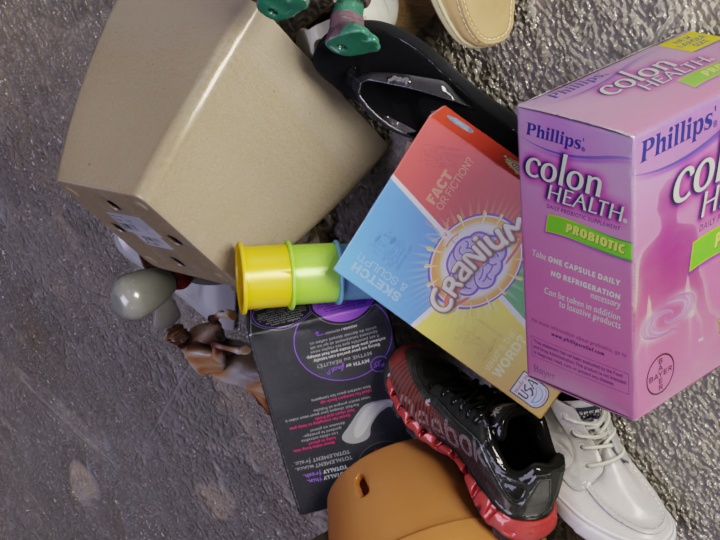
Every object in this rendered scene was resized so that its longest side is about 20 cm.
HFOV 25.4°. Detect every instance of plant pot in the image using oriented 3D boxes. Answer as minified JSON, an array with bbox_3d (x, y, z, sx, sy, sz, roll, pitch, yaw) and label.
[{"bbox_3d":[0.056,0.234,1.348,0.200,0.200,0.140,114,145,-47],"label":"plant pot"},{"bbox_3d":[-0.136,-0.100,1.357,0.200,0.177,0.200,13,156,47],"label":"plant pot"}]

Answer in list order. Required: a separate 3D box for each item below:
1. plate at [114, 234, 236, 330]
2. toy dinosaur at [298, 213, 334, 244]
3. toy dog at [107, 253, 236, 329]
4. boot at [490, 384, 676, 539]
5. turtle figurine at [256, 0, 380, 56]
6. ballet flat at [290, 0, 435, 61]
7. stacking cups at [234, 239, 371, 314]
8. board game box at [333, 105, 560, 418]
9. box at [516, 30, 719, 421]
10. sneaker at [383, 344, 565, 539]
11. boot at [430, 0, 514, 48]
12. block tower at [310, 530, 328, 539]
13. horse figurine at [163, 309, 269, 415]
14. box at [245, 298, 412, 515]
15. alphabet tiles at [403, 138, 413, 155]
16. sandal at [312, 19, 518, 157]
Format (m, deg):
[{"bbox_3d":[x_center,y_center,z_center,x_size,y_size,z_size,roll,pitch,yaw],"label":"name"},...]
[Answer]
[{"bbox_3d":[-0.201,-0.056,1.657,0.200,0.032,0.200,34,135,34],"label":"plate"},{"bbox_3d":[-0.035,-0.002,1.481,0.101,0.058,0.200,-4,100,67],"label":"toy dinosaur"},{"bbox_3d":[-0.171,-0.010,1.519,0.096,0.200,0.132,-1,87,42],"label":"toy dog"},{"bbox_3d":[0.177,0.139,1.272,0.200,0.074,0.096,40,142,29],"label":"boot"},{"bbox_3d":[-0.010,-0.270,1.214,0.150,0.200,0.101,17,160,-8],"label":"turtle figurine"},{"bbox_3d":[-0.004,-0.203,1.288,0.200,0.072,0.068,-24,87,54],"label":"ballet flat"},{"bbox_3d":[0.000,0.000,1.296,0.061,0.200,0.061,176,90,-82],"label":"stacking cups"},{"bbox_3d":[0.100,-0.006,1.214,0.200,0.040,0.153,35,115,7],"label":"board game box"},{"bbox_3d":[0.199,-0.034,1.054,0.097,0.176,0.200,21,126,43],"label":"box"},{"bbox_3d":[0.094,0.119,1.270,0.200,0.071,0.098,49,141,29],"label":"sneaker"},{"bbox_3d":[0.115,-0.248,1.114,0.155,0.073,0.200,17,119,48],"label":"boot"},{"bbox_3d":[0.028,0.342,1.599,0.200,0.058,0.054,42,139,29],"label":"block tower"},{"bbox_3d":[-0.115,0.090,1.564,0.200,0.050,0.133,28,155,-26],"label":"horse figurine"},{"bbox_3d":[-0.023,0.096,1.404,0.106,0.122,0.200,-104,1,-60],"label":"box"},{"bbox_3d":[0.087,-0.017,1.346,0.166,0.006,0.200,39,137,30],"label":"alphabet tiles"},{"bbox_3d":[0.051,-0.128,1.233,0.200,0.043,0.076,31,135,7],"label":"sandal"}]
